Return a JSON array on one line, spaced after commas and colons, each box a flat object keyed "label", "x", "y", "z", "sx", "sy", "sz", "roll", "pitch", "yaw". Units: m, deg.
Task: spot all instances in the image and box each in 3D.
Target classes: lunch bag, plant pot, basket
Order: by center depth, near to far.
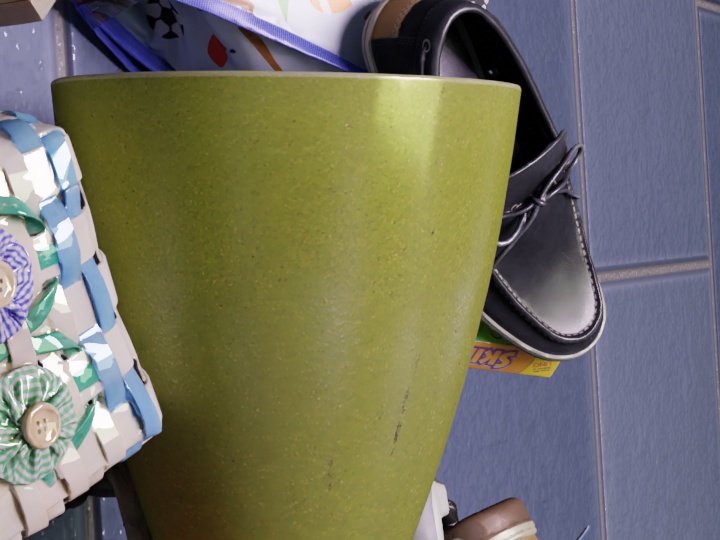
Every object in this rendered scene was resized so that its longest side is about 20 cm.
[{"label": "basket", "x": -0.181, "y": 0.031, "z": 0.598, "sx": 0.199, "sy": 0.139, "sz": 0.177, "roll": -26, "pitch": 114, "yaw": -23}, {"label": "plant pot", "x": -0.030, "y": 0.026, "z": 0.709, "sx": 0.187, "sy": 0.186, "sz": 0.201, "roll": -4, "pitch": 96, "yaw": -62}, {"label": "lunch bag", "x": -0.040, "y": -0.165, "z": 0.874, "sx": 0.199, "sy": 0.124, "sz": 0.171, "roll": 23, "pitch": 66, "yaw": -33}]

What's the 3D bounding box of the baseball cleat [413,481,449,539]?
[{"label": "baseball cleat", "x": -0.031, "y": 0.073, "z": 0.867, "sx": 0.106, "sy": 0.070, "sz": 0.200, "roll": -4, "pitch": 47, "yaw": -28}]

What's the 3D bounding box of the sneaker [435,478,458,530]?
[{"label": "sneaker", "x": -0.005, "y": 0.121, "z": 0.941, "sx": 0.200, "sy": 0.090, "sz": 0.067, "roll": 38, "pitch": 39, "yaw": -56}]

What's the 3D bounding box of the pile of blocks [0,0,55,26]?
[{"label": "pile of blocks", "x": -0.178, "y": -0.128, "z": 0.680, "sx": 0.200, "sy": 0.062, "sz": 0.083, "roll": -25, "pitch": 110, "yaw": -61}]

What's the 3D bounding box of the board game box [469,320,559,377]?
[{"label": "board game box", "x": 0.000, "y": 0.000, "z": 0.884, "sx": 0.096, "sy": 0.199, "sz": 0.030, "roll": -99, "pitch": -153, "yaw": -42}]

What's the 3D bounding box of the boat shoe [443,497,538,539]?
[{"label": "boat shoe", "x": 0.035, "y": 0.192, "z": 0.917, "sx": 0.071, "sy": 0.200, "sz": 0.076, "roll": -20, "pitch": 72, "yaw": -35}]

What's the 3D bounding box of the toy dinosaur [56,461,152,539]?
[{"label": "toy dinosaur", "x": -0.111, "y": 0.077, "z": 0.764, "sx": 0.088, "sy": 0.048, "sz": 0.201, "roll": 17, "pitch": 42, "yaw": -22}]

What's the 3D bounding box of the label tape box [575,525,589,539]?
[{"label": "label tape box", "x": 0.084, "y": 0.263, "z": 1.016, "sx": 0.144, "sy": 0.063, "sz": 0.200, "roll": -37, "pitch": 160, "yaw": -57}]

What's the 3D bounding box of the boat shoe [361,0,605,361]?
[{"label": "boat shoe", "x": 0.067, "y": -0.041, "z": 0.830, "sx": 0.075, "sy": 0.062, "sz": 0.201, "roll": -36, "pitch": 111, "yaw": -25}]
